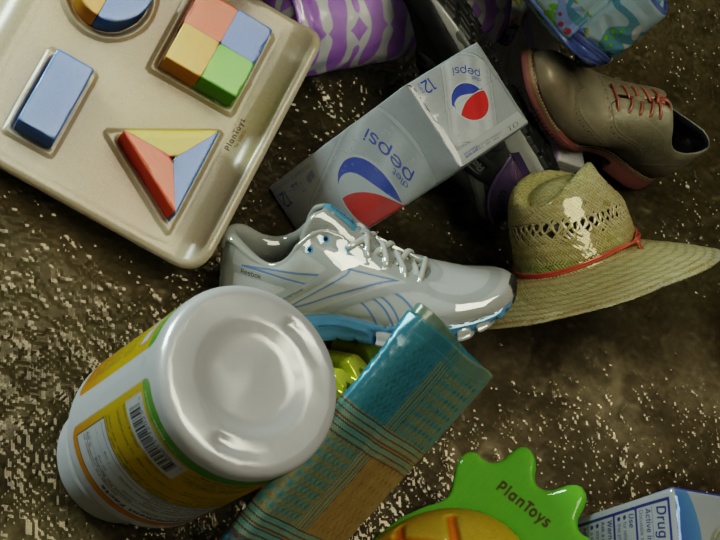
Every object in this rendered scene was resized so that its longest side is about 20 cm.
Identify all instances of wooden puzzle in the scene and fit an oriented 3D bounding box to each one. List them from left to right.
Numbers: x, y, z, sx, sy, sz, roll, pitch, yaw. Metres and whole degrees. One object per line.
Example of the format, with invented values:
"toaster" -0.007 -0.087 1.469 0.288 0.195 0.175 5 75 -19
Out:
"wooden puzzle" -0.147 -0.125 1.271 0.200 0.046 0.186 28 75 -5

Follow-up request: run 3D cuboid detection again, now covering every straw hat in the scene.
"straw hat" 0.143 -0.028 1.346 0.201 0.201 0.085 -20 99 -34

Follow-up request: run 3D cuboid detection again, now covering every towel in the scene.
"towel" -0.006 0.116 1.212 0.022 0.147 0.200 41 87 25

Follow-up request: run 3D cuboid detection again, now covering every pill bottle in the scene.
"pill bottle" -0.106 0.089 1.165 0.111 0.200 0.111 11 67 -26

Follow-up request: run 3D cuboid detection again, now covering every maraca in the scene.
"maraca" 0.061 0.203 1.255 0.137 0.107 0.200 36 81 29

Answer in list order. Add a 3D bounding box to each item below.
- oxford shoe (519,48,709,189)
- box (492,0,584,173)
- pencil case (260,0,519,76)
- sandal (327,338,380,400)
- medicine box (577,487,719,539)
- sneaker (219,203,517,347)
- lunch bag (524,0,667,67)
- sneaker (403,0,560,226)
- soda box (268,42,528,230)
"oxford shoe" 0.186 -0.122 1.443 0.200 0.075 0.071 22 55 -51
"box" 0.124 -0.166 1.483 0.041 0.039 0.201 9 66 -53
"pencil case" 0.012 -0.184 1.405 0.200 0.086 0.084 -10 64 -32
"sandal" -0.015 0.095 1.294 0.200 0.079 0.087 -28 115 -26
"medicine box" 0.179 0.252 1.264 0.103 0.200 0.183 11 66 -32
"sneaker" 0.000 0.000 1.269 0.199 0.075 0.087 -1 112 7
"lunch bag" 0.130 -0.243 1.401 0.200 0.082 0.161 46 17 -14
"sneaker" 0.063 -0.112 1.376 0.200 0.087 0.076 58 16 -26
"soda box" 0.021 -0.074 1.298 0.068 0.200 0.064 -34 92 -34
